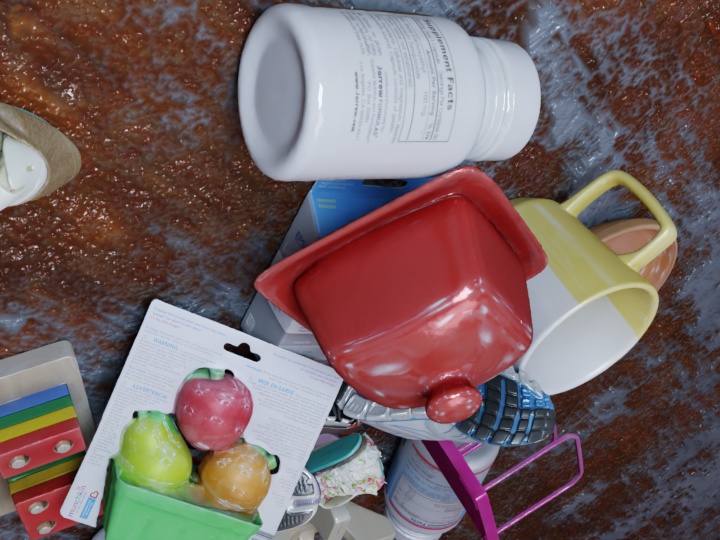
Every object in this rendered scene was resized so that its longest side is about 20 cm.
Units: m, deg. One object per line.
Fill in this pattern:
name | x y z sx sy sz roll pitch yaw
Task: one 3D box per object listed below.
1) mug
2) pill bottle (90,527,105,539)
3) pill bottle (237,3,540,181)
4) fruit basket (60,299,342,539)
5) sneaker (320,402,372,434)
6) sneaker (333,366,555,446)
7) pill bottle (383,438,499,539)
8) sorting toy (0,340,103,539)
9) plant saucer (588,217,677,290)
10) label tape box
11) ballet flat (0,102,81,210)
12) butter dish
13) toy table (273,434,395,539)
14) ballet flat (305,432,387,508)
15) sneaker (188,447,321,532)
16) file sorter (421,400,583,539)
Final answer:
mug | 0.191 0.005 0.944 0.185 0.154 0.150 -25 145 -9
pill bottle | -0.236 0.360 1.094 0.110 0.111 0.201 -19 143 -17
pill bottle | 0.024 -0.122 0.698 0.198 0.115 0.115 -4 137 -33
fruit basket | -0.133 0.146 0.851 0.184 0.094 0.202 22 90 -21
sneaker | -0.035 0.126 0.966 0.081 0.078 0.199 -8 173 40
sneaker | 0.078 0.123 0.903 0.198 0.076 0.087 8 156 15
pill bottle | 0.090 0.248 1.205 0.108 0.109 0.201 -11 141 -26
sorting toy | -0.318 0.174 0.840 0.197 0.070 0.201 -18 143 -18
plant saucer | 0.260 0.013 1.109 0.198 0.038 0.201 -20 143 -16
label tape box | 0.000 0.000 0.873 0.142 0.066 0.201 1 136 -37
ballet flat | -0.241 -0.076 0.590 0.068 0.073 0.200 -38 145 11
butter dish | 0.052 0.046 0.764 0.199 0.149 0.199 -27 149 16
toy table | -0.063 0.275 1.117 0.182 0.118 0.201 -18 144 -18
ballet flat | -0.060 0.219 1.007 0.199 0.076 0.064 -20 114 31
sneaker | -0.116 0.197 0.963 0.083 0.198 0.082 1 92 -56
file sorter | 0.126 0.151 1.037 0.125 0.201 0.139 -30 146 -6
